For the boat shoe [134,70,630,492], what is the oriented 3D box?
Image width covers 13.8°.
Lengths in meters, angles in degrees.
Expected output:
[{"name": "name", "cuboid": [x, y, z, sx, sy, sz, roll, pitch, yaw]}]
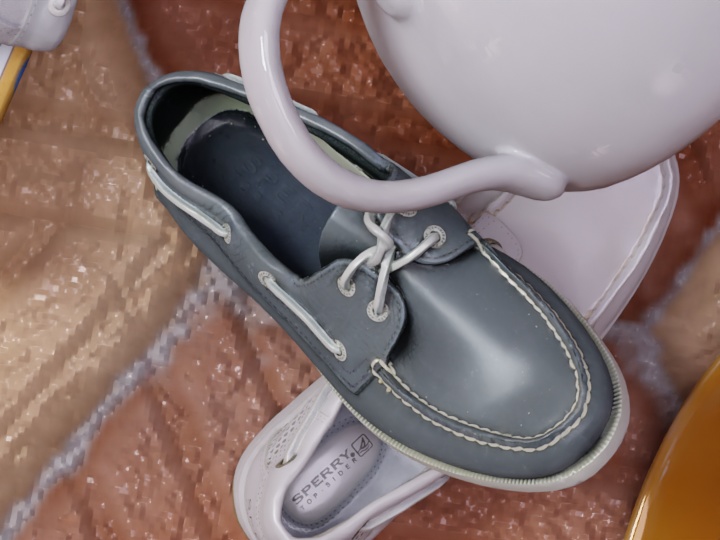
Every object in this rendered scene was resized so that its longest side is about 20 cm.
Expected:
[{"name": "boat shoe", "cuboid": [0.000, 0.000, 0.944, 0.200, 0.062, 0.073, 39, 87, 31]}]

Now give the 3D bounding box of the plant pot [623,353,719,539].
[{"name": "plant pot", "cuboid": [0.207, 0.124, 0.966, 0.183, 0.200, 0.201, 18, 86, -23]}]

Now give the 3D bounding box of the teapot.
[{"name": "teapot", "cuboid": [0.057, -0.129, 0.930, 0.146, 0.200, 0.197, 35, 115, -21]}]

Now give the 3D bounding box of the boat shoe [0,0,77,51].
[{"name": "boat shoe", "cuboid": [-0.086, -0.165, 0.922, 0.068, 0.072, 0.200, 20, 81, -25]}]

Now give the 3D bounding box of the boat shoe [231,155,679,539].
[{"name": "boat shoe", "cuboid": [0.040, 0.024, 0.995, 0.071, 0.069, 0.200, 42, 84, -5]}]

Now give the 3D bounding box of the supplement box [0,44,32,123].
[{"name": "supplement box", "cuboid": [-0.130, -0.101, 0.977, 0.069, 0.067, 0.200, 25, 85, -8]}]
